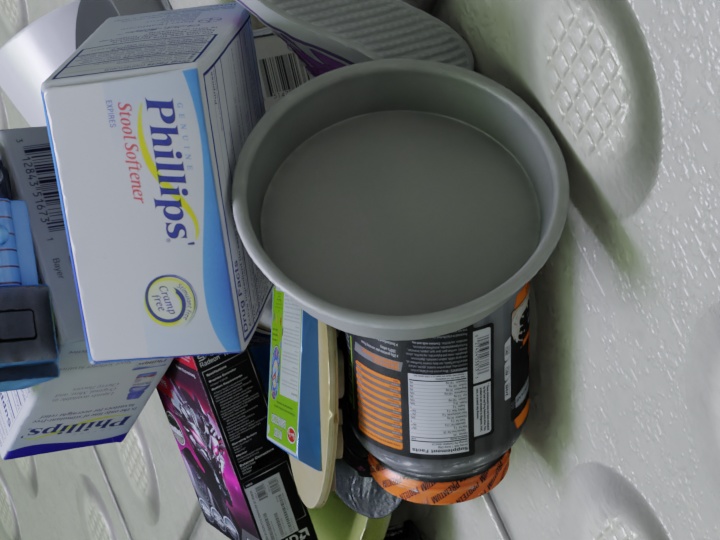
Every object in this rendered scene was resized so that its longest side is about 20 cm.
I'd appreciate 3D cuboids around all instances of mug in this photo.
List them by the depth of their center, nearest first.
[{"bbox_3d":[-0.217,-0.150,1.971,0.149,0.187,0.153,-35,79,33],"label":"mug"}]

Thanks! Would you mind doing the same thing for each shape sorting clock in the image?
[{"bbox_3d":[-0.033,0.063,1.509,0.200,0.039,0.200,-178,90,-79],"label":"shape sorting clock"}]

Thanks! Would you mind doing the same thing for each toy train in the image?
[{"bbox_3d":[-0.277,0.001,1.576,0.114,0.087,0.200,-18,78,51],"label":"toy train"}]

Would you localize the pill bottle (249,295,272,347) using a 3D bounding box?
[{"bbox_3d":[-0.081,0.001,1.730,0.200,0.116,0.116,-22,85,69],"label":"pill bottle"}]

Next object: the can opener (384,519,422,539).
[{"bbox_3d":[0.000,0.234,1.768,0.200,0.063,0.079,171,96,-69],"label":"can opener"}]

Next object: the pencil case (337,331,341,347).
[{"bbox_3d":[0.000,0.000,1.583,0.089,0.078,0.200,6,113,46],"label":"pencil case"}]

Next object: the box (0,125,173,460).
[{"bbox_3d":[-0.227,0.017,1.679,0.200,0.105,0.184,-54,50,53],"label":"box"}]

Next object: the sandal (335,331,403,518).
[{"bbox_3d":[0.005,0.084,1.540,0.048,0.075,0.201,-45,-37,-65],"label":"sandal"}]

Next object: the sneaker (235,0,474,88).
[{"bbox_3d":[-0.033,-0.153,1.440,0.200,0.073,0.114,36,153,-4],"label":"sneaker"}]

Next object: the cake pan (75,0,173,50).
[{"bbox_3d":[-0.172,-0.134,1.685,0.200,0.037,0.200,166,90,-68],"label":"cake pan"}]

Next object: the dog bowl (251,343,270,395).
[{"bbox_3d":[-0.119,0.068,1.845,0.200,0.111,0.050,40,137,32],"label":"dog bowl"}]

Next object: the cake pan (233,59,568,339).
[{"bbox_3d":[0.024,-0.040,1.328,0.037,0.200,0.200,88,156,-55],"label":"cake pan"}]

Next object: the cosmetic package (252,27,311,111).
[{"bbox_3d":[-0.088,-0.139,1.664,0.200,0.105,0.071,-3,100,67],"label":"cosmetic package"}]

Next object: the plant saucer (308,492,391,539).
[{"bbox_3d":[-0.017,0.176,1.718,0.200,0.031,0.200,-165,90,-70],"label":"plant saucer"}]

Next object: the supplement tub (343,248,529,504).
[{"bbox_3d":[0.050,0.046,1.435,0.123,0.122,0.200,46,146,49],"label":"supplement tub"}]

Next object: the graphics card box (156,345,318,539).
[{"bbox_3d":[-0.106,0.119,1.700,0.125,0.051,0.200,24,137,59],"label":"graphics card box"}]

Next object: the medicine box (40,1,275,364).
[{"bbox_3d":[-0.119,-0.060,1.404,0.200,0.103,0.182,-70,-27,-71],"label":"medicine box"}]
